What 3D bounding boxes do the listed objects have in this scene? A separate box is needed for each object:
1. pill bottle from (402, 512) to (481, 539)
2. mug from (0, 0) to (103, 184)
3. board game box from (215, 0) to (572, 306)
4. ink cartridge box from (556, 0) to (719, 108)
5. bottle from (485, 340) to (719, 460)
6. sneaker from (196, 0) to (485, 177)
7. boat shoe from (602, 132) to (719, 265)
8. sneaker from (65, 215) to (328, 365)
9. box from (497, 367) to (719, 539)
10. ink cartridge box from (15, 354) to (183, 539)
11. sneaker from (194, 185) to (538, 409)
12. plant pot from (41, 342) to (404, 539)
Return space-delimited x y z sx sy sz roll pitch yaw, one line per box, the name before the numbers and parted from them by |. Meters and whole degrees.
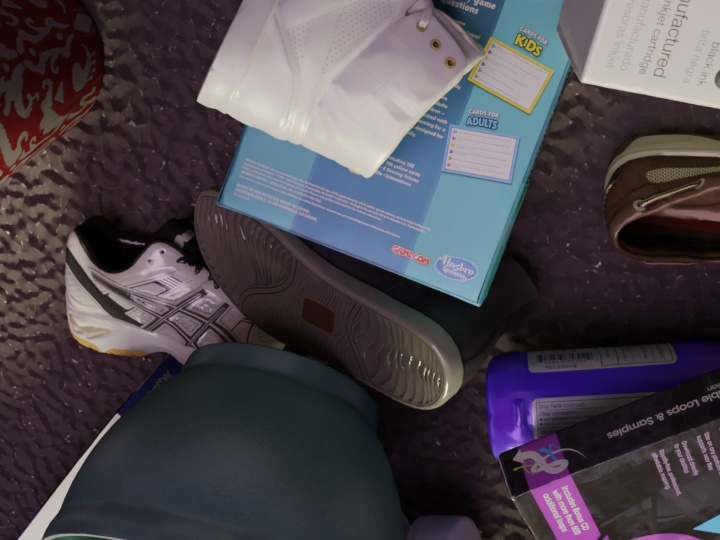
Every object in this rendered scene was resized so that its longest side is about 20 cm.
pill bottle | -0.024 0.210 0.812 0.200 0.120 0.120 -6 113 21
mug | -0.259 -0.100 0.691 0.177 0.200 0.134 8 118 16
board game box | 0.030 -0.102 0.641 0.151 0.047 0.200 22 99 8
ink cartridge box | 0.206 -0.144 0.542 0.200 0.084 0.146 9 120 -5
bottle | 0.173 0.073 0.694 0.200 0.084 0.065 -4 89 7
sneaker | 0.016 -0.146 0.588 0.115 0.074 0.200 27 96 -7
boat shoe | 0.225 -0.029 0.625 0.202 0.075 0.075 -3 128 23
sneaker | -0.101 0.013 0.765 0.200 0.076 0.088 6 117 16
box | 0.191 0.112 0.651 0.200 0.036 0.143 -24 131 9
ink cartridge box | -0.178 0.145 0.847 0.044 0.094 0.200 39 121 -3
sneaker | 0.000 0.000 0.723 0.200 0.106 0.075 34 132 23
plant pot | -0.062 0.124 0.691 0.200 0.134 0.200 13 153 7
